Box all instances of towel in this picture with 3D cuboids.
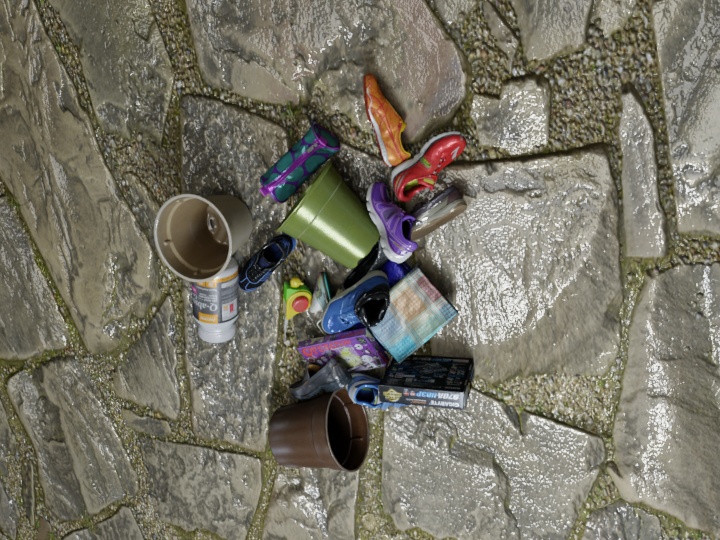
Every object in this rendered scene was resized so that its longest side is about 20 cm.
[{"bbox_3d":[0.066,0.082,1.602,0.147,0.050,0.201,42,114,1],"label":"towel"},{"bbox_3d":[0.107,0.103,1.557,0.147,0.022,0.200,48,116,1],"label":"towel"}]

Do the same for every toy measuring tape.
[{"bbox_3d":[-0.155,0.098,1.680,0.072,0.074,0.203,16,127,13],"label":"toy measuring tape"}]

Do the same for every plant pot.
[{"bbox_3d":[-0.351,-0.096,1.611,0.197,0.183,0.204,5,107,16],"label":"plant pot"},{"bbox_3d":[-0.057,-0.107,1.525,0.189,0.201,0.200,39,114,-10],"label":"plant pot"},{"bbox_3d":[-0.110,0.400,1.688,0.195,0.200,0.204,-13,102,28],"label":"plant pot"}]

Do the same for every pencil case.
[{"bbox_3d":[-0.140,-0.243,1.548,0.199,0.092,0.085,-41,92,25],"label":"pencil case"}]

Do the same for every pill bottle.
[{"bbox_3d":[-0.359,0.069,1.696,0.114,0.117,0.203,11,117,14],"label":"pill bottle"}]

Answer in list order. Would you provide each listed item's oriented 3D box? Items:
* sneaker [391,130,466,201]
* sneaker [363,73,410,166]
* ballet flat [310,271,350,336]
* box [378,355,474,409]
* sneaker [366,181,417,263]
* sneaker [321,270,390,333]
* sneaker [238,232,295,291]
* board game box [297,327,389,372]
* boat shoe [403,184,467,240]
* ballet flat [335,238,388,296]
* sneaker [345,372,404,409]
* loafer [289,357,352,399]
[{"bbox_3d":[0.152,-0.214,1.456,0.076,0.086,0.199,25,131,-38],"label":"sneaker"},{"bbox_3d":[0.055,-0.330,1.481,0.076,0.073,0.203,-20,105,1],"label":"sneaker"},{"bbox_3d":[-0.079,0.105,1.645,0.070,0.069,0.203,-21,103,10],"label":"ballet flat"},{"bbox_3d":[0.153,0.251,1.565,0.196,0.159,0.047,1,110,17],"label":"box"},{"bbox_3d":[0.076,-0.113,1.488,0.083,0.080,0.203,-34,61,25],"label":"sneaker"},{"bbox_3d":[-0.012,0.095,1.540,0.199,0.112,0.077,-38,118,17],"label":"sneaker"},{"bbox_3d":[-0.239,-0.015,1.657,0.070,0.078,0.200,45,114,0],"label":"sneaker"},{"bbox_3d":[-0.042,0.200,1.641,0.197,0.033,0.121,-15,125,31],"label":"board game box"},{"bbox_3d":[0.144,-0.122,1.508,0.198,0.071,0.066,-29,72,36],"label":"boat shoe"},{"bbox_3d":[0.000,0.000,1.586,0.201,0.056,0.067,-50,45,19],"label":"ballet flat"},{"bbox_3d":[0.062,0.297,1.638,0.196,0.082,0.075,3,104,-3],"label":"sneaker"},{"bbox_3d":[-0.107,0.260,1.669,0.198,0.073,0.073,-24,101,37],"label":"loafer"}]
